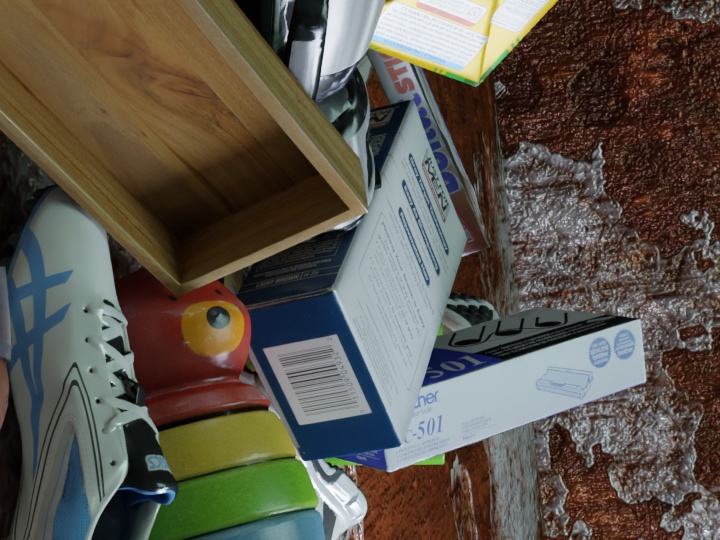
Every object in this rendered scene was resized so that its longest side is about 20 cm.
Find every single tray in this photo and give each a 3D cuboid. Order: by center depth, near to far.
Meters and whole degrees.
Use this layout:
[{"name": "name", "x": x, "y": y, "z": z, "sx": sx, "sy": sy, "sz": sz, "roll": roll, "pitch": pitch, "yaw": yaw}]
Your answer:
[{"name": "tray", "x": -0.088, "y": -0.073, "z": 0.596, "sx": 0.200, "sy": 0.098, "sz": 0.037, "roll": 49, "pitch": 24, "yaw": -45}]

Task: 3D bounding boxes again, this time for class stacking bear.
[{"name": "stacking bear", "x": -0.074, "y": 0.094, "z": 0.688, "sx": 0.121, "sy": 0.114, "sz": 0.201, "roll": -6, "pitch": 76, "yaw": -36}]

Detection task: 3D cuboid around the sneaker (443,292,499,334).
[{"name": "sneaker", "x": 0.036, "y": 0.051, "z": 1.140, "sx": 0.200, "sy": 0.075, "sz": 0.081, "roll": 6, "pitch": -91, "yaw": 60}]

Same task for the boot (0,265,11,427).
[{"name": "boot", "x": -0.158, "y": 0.097, "z": 0.442, "sx": 0.188, "sy": 0.068, "sz": 0.201, "roll": 5, "pitch": 86, "yaw": -86}]

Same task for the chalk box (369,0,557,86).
[{"name": "chalk box", "x": 0.026, "y": -0.224, "z": 0.826, "sx": 0.124, "sy": 0.124, "sz": 0.200, "roll": 12, "pitch": 43, "yaw": -40}]

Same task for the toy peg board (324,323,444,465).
[{"name": "toy peg board", "x": 0.007, "y": 0.045, "z": 1.019, "sx": 0.199, "sy": 0.097, "sz": 0.201, "roll": -44, "pitch": 133, "yaw": -86}]

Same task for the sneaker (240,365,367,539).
[{"name": "sneaker", "x": -0.063, "y": 0.112, "z": 0.820, "sx": 0.080, "sy": 0.074, "sz": 0.200, "roll": -54, "pitch": 136, "yaw": -19}]

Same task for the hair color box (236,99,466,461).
[{"name": "hair color box", "x": 0.000, "y": 0.000, "z": 0.816, "sx": 0.200, "sy": 0.060, "sz": 0.100, "roll": -67, "pitch": 140, "yaw": -54}]

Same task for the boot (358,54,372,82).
[{"name": "boot", "x": -0.029, "y": -0.229, "z": 1.166, "sx": 0.204, "sy": 0.073, "sz": 0.154, "roll": -73, "pitch": 152, "yaw": -62}]

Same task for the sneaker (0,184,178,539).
[{"name": "sneaker", "x": -0.109, "y": 0.061, "z": 0.618, "sx": 0.072, "sy": 0.072, "sz": 0.201, "roll": 43, "pitch": 41, "yaw": -70}]

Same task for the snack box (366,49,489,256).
[{"name": "snack box", "x": 0.033, "y": -0.103, "z": 0.934, "sx": 0.072, "sy": 0.024, "sz": 0.200, "roll": -101, "pitch": 167, "yaw": -52}]

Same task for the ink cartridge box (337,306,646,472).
[{"name": "ink cartridge box", "x": 0.065, "y": 0.066, "z": 0.892, "sx": 0.200, "sy": 0.094, "sz": 0.044, "roll": -15, "pitch": 101, "yaw": -34}]

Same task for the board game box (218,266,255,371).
[{"name": "board game box", "x": -0.075, "y": -0.022, "z": 0.917, "sx": 0.136, "sy": 0.034, "sz": 0.201, "roll": 66, "pitch": 21, "yaw": -57}]

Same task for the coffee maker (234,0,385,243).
[{"name": "coffee maker", "x": -0.076, "y": -0.120, "z": 0.703, "sx": 0.135, "sy": 0.191, "sz": 0.200, "roll": -61, "pitch": 166, "yaw": -45}]
